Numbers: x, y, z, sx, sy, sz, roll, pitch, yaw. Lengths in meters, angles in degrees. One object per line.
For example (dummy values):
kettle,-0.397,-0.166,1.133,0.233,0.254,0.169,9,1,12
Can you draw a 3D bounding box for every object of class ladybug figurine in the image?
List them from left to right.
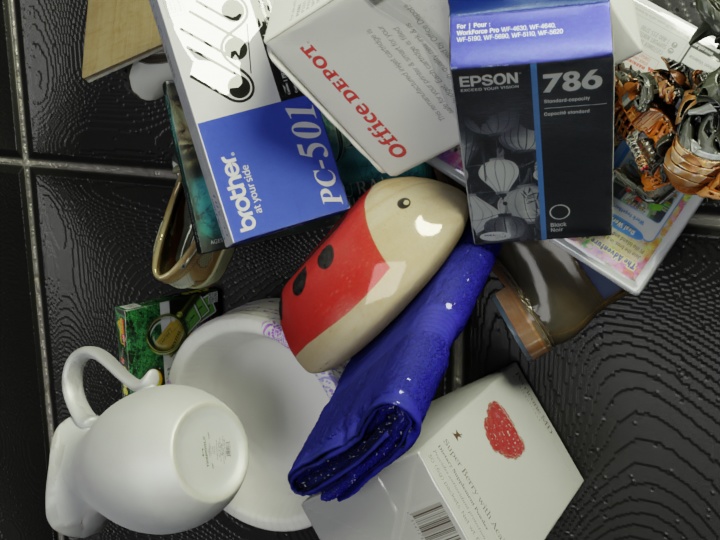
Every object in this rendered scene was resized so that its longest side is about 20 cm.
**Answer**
ladybug figurine,0.000,0.000,0.746,0.072,0.136,0.200,39,122,-7

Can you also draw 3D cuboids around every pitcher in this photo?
pitcher,-0.194,0.141,0.854,0.200,0.121,0.172,-16,82,41

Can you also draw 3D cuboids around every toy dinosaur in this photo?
toy dinosaur,0.229,-0.092,0.628,0.200,0.102,0.136,36,117,22

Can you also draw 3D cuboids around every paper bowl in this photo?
paper bowl,-0.069,0.124,0.898,0.200,0.104,0.202,8,107,26

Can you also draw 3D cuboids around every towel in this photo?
towel,0.033,0.067,0.708,0.049,0.200,0.148,39,135,-8

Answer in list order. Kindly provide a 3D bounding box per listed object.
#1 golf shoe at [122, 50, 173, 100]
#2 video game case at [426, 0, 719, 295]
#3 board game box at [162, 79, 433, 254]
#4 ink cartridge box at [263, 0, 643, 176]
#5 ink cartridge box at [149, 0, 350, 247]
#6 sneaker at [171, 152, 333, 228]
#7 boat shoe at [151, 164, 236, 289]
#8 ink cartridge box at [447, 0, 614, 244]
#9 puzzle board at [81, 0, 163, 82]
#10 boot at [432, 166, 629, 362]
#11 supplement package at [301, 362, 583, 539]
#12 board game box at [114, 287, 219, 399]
golf shoe,-0.128,-0.192,0.863,0.200,0.078,0.095,-33,87,32
video game case,0.168,-0.111,0.723,0.200,0.024,0.182,35,98,16
board game box,-0.046,-0.099,0.786,0.028,0.199,0.136,176,82,-72
ink cartridge box,0.059,-0.169,0.648,0.199,0.083,0.147,-24,132,30
ink cartridge box,-0.084,-0.127,0.736,0.044,0.094,0.201,167,86,-74
sneaker,-0.074,-0.094,0.873,0.199,0.074,0.085,16,95,21
boat shoe,-0.120,-0.080,0.809,0.071,0.076,0.201,18,94,23
ink cartridge box,0.111,-0.098,0.631,0.099,0.039,0.200,-3,137,12
puzzle board,-0.176,-0.272,0.853,0.150,0.017,0.201,-14,67,30
boot,0.129,-0.038,0.784,0.097,0.075,0.201,-28,83,9
supplement package,0.072,0.174,0.778,0.120,0.200,0.122,-32,88,31
board game box,-0.181,0.122,0.959,0.023,0.104,0.201,16,113,48
